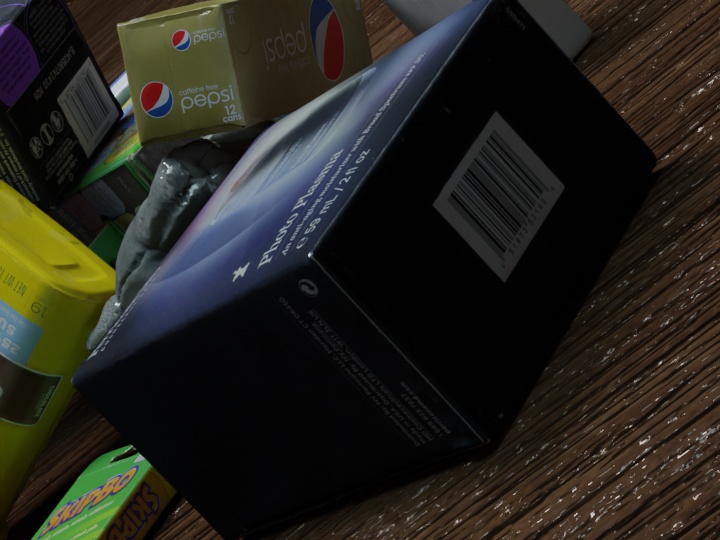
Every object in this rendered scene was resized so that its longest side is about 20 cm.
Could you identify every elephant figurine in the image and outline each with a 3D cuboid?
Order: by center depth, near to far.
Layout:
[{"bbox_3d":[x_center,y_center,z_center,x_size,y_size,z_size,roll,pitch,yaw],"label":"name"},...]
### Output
[{"bbox_3d":[-0.036,-0.033,1.374,0.200,0.155,0.142,-44,-32,-48],"label":"elephant figurine"}]

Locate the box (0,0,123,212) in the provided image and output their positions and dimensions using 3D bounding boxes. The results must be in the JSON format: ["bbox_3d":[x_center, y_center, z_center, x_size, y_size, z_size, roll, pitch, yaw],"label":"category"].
[{"bbox_3d":[-0.268,-0.088,1.530,0.200,0.106,0.122,-12,28,28],"label":"box"}]

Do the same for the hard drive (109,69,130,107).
[{"bbox_3d":[-0.157,-0.039,1.633,0.200,0.132,0.025,-48,32,-19],"label":"hard drive"}]

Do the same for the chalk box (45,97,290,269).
[{"bbox_3d":[-0.106,-0.042,1.531,0.124,0.124,0.200,-23,24,51],"label":"chalk box"}]

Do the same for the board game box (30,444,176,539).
[{"bbox_3d":[-0.164,0.166,1.298,0.095,0.030,0.200,-22,29,52],"label":"board game box"}]

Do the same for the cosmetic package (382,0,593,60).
[{"bbox_3d":[0.037,-0.185,1.406,0.051,0.200,0.083,-51,17,-24],"label":"cosmetic package"}]

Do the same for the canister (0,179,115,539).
[{"bbox_3d":[-0.237,0.058,1.437,0.200,0.148,0.087,-60,-22,18],"label":"canister"}]

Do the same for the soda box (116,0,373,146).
[{"bbox_3d":[-0.059,-0.119,1.359,0.064,0.068,0.200,-8,8,21],"label":"soda box"}]

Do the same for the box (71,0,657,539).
[{"bbox_3d":[0.000,0.000,1.154,0.198,0.123,0.200,-28,21,48],"label":"box"}]
